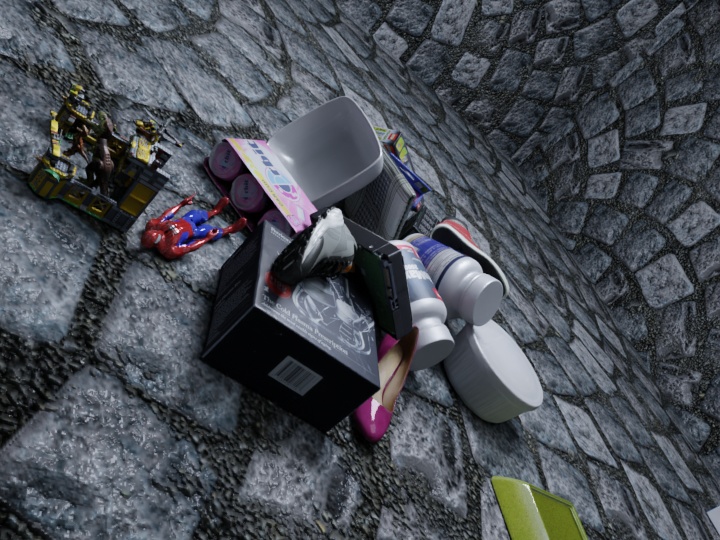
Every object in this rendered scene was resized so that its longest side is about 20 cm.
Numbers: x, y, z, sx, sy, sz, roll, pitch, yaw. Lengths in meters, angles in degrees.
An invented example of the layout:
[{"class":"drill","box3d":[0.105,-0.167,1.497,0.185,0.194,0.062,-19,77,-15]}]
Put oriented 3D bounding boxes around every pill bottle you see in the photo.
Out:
[{"class":"pill bottle","box3d":[0.158,0.020,1.199,0.199,0.121,0.119,30,9,39]},{"class":"pill bottle","box3d":[0.078,0.060,1.096,0.119,0.119,0.202,18,38,-48]}]

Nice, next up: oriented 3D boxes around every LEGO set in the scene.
[{"class":"LEGO set","box3d":[-0.296,-0.154,0.775,0.153,0.116,0.201,36,26,-26]}]

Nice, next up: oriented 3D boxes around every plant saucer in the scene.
[{"class":"plant saucer","box3d":[0.312,0.430,1.029,0.199,0.048,0.201,32,29,-34]}]

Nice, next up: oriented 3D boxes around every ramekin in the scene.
[{"class":"ramekin","box3d":[0.241,0.190,1.212,0.202,0.094,0.203,38,26,-23]}]

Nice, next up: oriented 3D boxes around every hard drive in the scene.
[{"class":"hard drive","box3d":[0.000,0.000,0.958,0.199,0.038,0.141,33,-38,50]}]

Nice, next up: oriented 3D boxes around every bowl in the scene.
[{"class":"bowl","box3d":[-0.059,-0.204,1.189,0.201,0.198,0.075,64,7,33]}]

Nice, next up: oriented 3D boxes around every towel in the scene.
[{"class":"towel","box3d":[0.025,-0.129,1.223,0.034,0.201,0.194,-9,51,-27]}]

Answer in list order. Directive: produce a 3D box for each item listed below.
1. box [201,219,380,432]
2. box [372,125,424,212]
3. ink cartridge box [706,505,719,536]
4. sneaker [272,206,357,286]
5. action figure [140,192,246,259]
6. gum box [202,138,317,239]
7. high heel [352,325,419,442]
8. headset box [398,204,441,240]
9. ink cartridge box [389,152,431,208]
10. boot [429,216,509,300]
[{"class":"box","box3d":[-0.083,0.068,0.828,0.199,0.104,0.183,37,25,-26]},{"class":"box","box3d":[0.057,-0.207,1.319,0.109,0.035,0.201,20,-26,31]},{"class":"ink cartridge box","box3d":[1.091,0.755,1.854,0.199,0.067,0.117,32,28,-33]},{"class":"sneaker","box3d":[-0.046,-0.022,0.812,0.080,0.074,0.200,51,22,-5]},{"class":"action figure","box3d":[-0.222,-0.059,0.853,0.066,0.052,0.200,52,26,0]},{"class":"gum box","box3d":[-0.153,-0.123,1.038,0.201,0.066,0.113,53,23,9]},{"class":"high heel","box3d":[0.040,0.153,0.920,0.067,0.096,0.201,39,25,-18]},{"class":"headset box","box3d":[0.161,-0.021,1.391,0.200,0.093,0.174,46,23,-7]},{"class":"ink cartridge box","box3d":[0.046,-0.166,1.321,0.119,0.199,0.042,41,65,-16]},{"class":"boot","box3d":[0.234,-0.029,1.332,0.200,0.072,0.144,47,23,2]}]
